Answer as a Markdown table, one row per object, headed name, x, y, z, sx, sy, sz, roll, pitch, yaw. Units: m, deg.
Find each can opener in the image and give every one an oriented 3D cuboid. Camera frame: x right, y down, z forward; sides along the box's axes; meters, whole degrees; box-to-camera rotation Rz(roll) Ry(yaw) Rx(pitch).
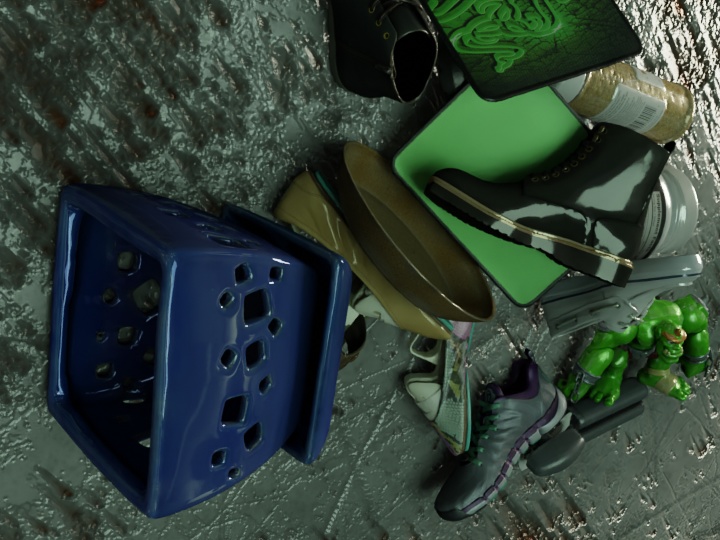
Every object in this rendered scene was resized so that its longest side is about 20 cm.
| name | x | y | z | sx | sy | sz | roll | pitch | yaw |
| --- | --- | --- | --- | --- | --- | --- | --- | --- | --- |
| can opener | 0.266 | 0.188 | 1.122 | 0.198 | 0.067 | 0.054 | -19 | 128 | -25 |

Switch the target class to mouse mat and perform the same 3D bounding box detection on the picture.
| name | x | y | z | sx | sy | sz | roll | pitch | yaw |
| --- | --- | --- | --- | --- | --- | --- | --- | --- | --- |
| mouse mat | 0.145 | -0.082 | 0.887 | 0.161 | 0.008 | 0.200 | -42 | 102 | 10 |
| mouse mat | 0.147 | -0.237 | 0.861 | 0.198 | 0.008 | 0.162 | -22 | 74 | -26 |

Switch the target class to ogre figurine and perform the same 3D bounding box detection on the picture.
| name | x | y | z | sx | sy | sz | roll | pitch | yaw |
| --- | --- | --- | --- | --- | --- | --- | --- | --- | --- |
| ogre figurine | 0.328 | 0.088 | 1.116 | 0.197 | 0.099 | 0.121 | 3 | 122 | -2 |

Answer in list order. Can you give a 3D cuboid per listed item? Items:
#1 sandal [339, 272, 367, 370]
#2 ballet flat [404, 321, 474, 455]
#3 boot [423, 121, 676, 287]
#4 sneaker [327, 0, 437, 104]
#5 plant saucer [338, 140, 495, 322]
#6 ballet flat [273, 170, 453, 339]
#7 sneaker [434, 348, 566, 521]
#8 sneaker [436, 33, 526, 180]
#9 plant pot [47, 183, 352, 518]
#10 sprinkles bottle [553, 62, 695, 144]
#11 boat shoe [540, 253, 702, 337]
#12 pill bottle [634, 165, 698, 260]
| name | x | y | z | sx | sy | sz | roll | pitch | yaw |
| --- | --- | --- | --- | --- | --- | --- | --- | --- | --- |
| sandal | -0.023 | 0.050 | 0.903 | 0.080 | 0.057 | 0.202 | 38 | 85 | -35 |
| ballet flat | 0.081 | 0.091 | 0.985 | 0.070 | 0.069 | 0.203 | 1 | 103 | -13 |
| boot | 0.169 | -0.086 | 0.857 | 0.198 | 0.077 | 0.140 | 22 | 92 | -9 |
| sneaker | 0.018 | -0.241 | 0.797 | 0.074 | 0.106 | 0.202 | -20 | 116 | -24 |
| plant saucer | 0.042 | -0.026 | 0.851 | 0.035 | 0.201 | 0.200 | -40 | 128 | 19 |
| ballet flat | 0.000 | 0.000 | 0.870 | 0.063 | 0.069 | 0.200 | -41 | 94 | 5 |
| sneaker | 0.136 | 0.176 | 1.049 | 0.200 | 0.074 | 0.088 | -43 | 112 | -24 |
| sneaker | 0.125 | -0.132 | 0.906 | 0.078 | 0.076 | 0.202 | -10 | 118 | 10 |
| plant pot | -0.124 | 0.048 | 0.761 | 0.178 | 0.199 | 0.202 | -3 | 109 | -38 |
| sprinkles bottle | 0.256 | -0.183 | 0.989 | 0.198 | 0.068 | 0.069 | 10 | 101 | -34 |
| boat shoe | 0.269 | 0.030 | 0.989 | 0.073 | 0.199 | 0.068 | -5 | 83 | -32 |
| pill bottle | 0.246 | -0.060 | 0.997 | 0.198 | 0.116 | 0.118 | -5 | 109 | -31 |
